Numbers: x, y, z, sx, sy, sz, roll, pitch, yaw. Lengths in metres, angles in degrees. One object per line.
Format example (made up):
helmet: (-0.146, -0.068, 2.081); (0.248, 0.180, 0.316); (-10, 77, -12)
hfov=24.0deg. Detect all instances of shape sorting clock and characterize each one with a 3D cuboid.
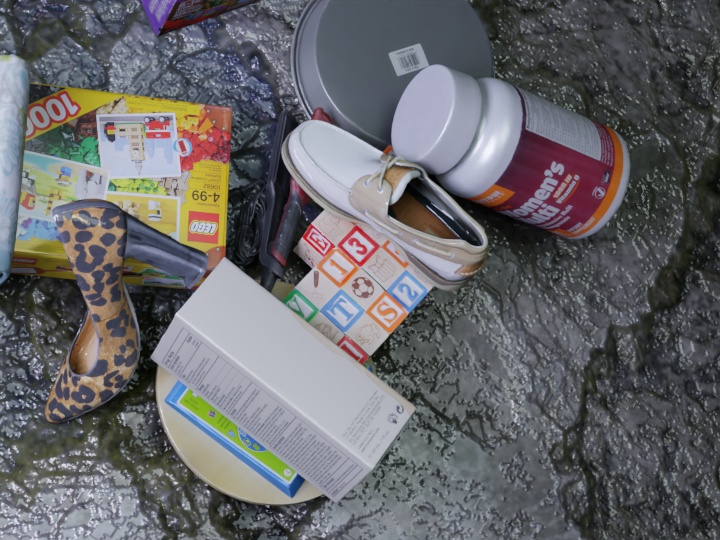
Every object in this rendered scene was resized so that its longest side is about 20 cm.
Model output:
shape sorting clock: (-0.078, 0.104, 1.452); (0.200, 0.039, 0.200); (7, 65, -16)

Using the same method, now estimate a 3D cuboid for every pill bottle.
pill bottle: (0.133, -0.106, 1.500); (0.200, 0.110, 0.110); (19, 72, -31)

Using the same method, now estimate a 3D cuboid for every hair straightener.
hair straightener: (-0.081, -0.051, 1.483); (0.077, 0.041, 0.200); (1, 67, 28)

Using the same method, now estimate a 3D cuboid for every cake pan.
cake pan: (0.036, -0.190, 1.555); (0.200, 0.037, 0.200); (4, 77, -17)

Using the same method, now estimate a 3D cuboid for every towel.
towel: (-0.314, -0.061, 1.336); (0.048, 0.200, 0.171); (8, 74, -29)

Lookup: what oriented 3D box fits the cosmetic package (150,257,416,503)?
cosmetic package: (-0.065, 0.092, 1.382); (0.200, 0.104, 0.073); (39, 60, 0)

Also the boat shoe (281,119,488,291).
boat shoe: (0.026, -0.067, 1.433); (0.200, 0.068, 0.075); (35, 61, 0)

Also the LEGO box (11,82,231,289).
LEGO box: (-0.216, -0.070, 1.429); (0.200, 0.077, 0.149); (5, 76, -16)

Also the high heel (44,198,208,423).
high heel: (-0.233, 0.032, 1.355); (0.143, 0.071, 0.200); (27, 109, -40)

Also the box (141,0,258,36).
box: (-0.085, -0.274, 1.483); (0.200, 0.137, 0.039); (-23, 85, -20)

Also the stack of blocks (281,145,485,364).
stack of blocks: (0.000, 0.000, 1.468); (0.115, 0.059, 0.200); (42, 61, 2)
